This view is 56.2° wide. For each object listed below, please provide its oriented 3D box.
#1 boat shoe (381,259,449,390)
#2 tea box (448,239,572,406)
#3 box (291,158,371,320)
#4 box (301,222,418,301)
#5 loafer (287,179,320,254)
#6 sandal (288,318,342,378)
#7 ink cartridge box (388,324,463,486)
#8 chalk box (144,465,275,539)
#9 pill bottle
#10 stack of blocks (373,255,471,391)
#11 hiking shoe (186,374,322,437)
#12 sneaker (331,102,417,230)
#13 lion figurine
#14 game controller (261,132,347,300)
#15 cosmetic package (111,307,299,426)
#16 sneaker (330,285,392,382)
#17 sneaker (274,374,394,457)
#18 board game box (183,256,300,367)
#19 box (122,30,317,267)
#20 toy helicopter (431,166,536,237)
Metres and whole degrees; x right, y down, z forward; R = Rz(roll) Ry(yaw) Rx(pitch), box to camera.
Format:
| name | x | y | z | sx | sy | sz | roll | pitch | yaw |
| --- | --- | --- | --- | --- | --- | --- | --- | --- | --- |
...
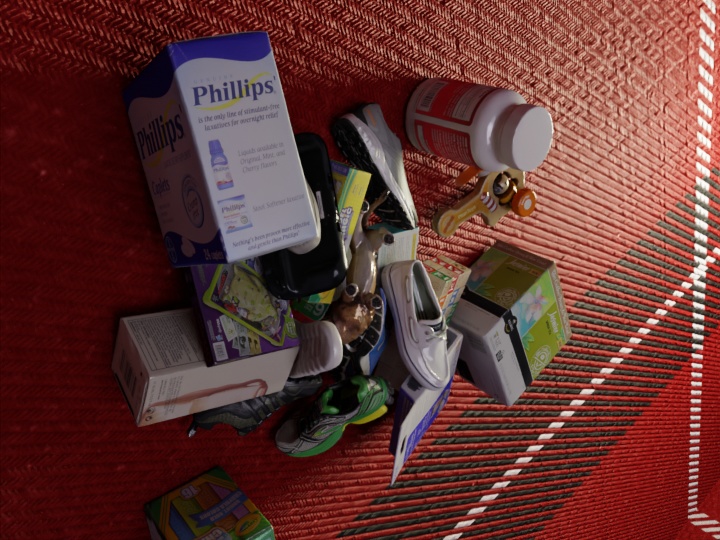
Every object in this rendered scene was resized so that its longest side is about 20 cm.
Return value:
| name | x | y | z | sx | sy | sz | roll | pitch | yaw |
| --- | --- | --- | --- | --- | --- | --- | --- | --- | --- |
| boat shoe | 0.090 | 0.081 | 0.975 | 0.073 | 0.066 | 0.202 | -29 | 98 | -38 |
| tea box | 0.258 | 0.092 | 1.211 | 0.197 | 0.133 | 0.201 | -44 | 132 | -19 |
| box | -0.068 | -0.046 | 0.872 | 0.048 | 0.117 | 0.202 | 4 | 106 | -48 |
| box | -0.003 | -0.015 | 0.991 | 0.198 | 0.049 | 0.083 | -15 | 119 | -36 |
| loafer | -0.104 | -0.113 | 0.771 | 0.069 | 0.202 | 0.070 | -28 | 166 | 3 |
| sandal | -0.066 | 0.100 | 0.881 | 0.049 | 0.202 | 0.084 | -5 | 92 | -28 |
| ink cartridge box | 0.092 | 0.219 | 1.088 | 0.200 | 0.043 | 0.199 | -49 | 155 | -37 |
| chalk box | -0.186 | 0.386 | 0.903 | 0.123 | 0.199 | 0.126 | -22 | 122 | -32 |
| pill bottle | 0.165 | -0.204 | 0.950 | 0.111 | 0.199 | 0.114 | -18 | 121 | -34 |
| stack of blocks | 0.100 | 0.084 | 1.089 | 0.115 | 0.058 | 0.202 | -18 | 131 | -61 |
| hiking shoe | -0.148 | 0.178 | 0.945 | 0.198 | 0.076 | 0.102 | 0 | 121 | -34 |
| sneaker | 0.039 | -0.142 | 0.947 | 0.079 | 0.074 | 0.201 | -45 | 124 | -28 |
| lion figurine | 0.000 | 0.000 | 0.905 | 0.072 | 0.122 | 0.202 | 18 | 77 | -6 |
| game controller | -0.077 | -0.068 | 0.816 | 0.042 | 0.103 | 0.203 | 57 | 22 | -77 |
| cosmetic package | -0.190 | 0.107 | 0.833 | 0.198 | 0.104 | 0.088 | -6 | 133 | -38 |
| sneaker | 0.004 | 0.091 | 1.019 | 0.089 | 0.078 | 0.201 | -53 | 162 | -45 |
| sneaker | -0.053 | 0.205 | 0.986 | 0.199 | 0.079 | 0.085 | -36 | 144 | 18 |
| board game box | -0.151 | 0.005 | 0.808 | 0.119 | 0.032 | 0.202 | -9 | 78 | -35 |
| box | -0.149 | -0.113 | 0.689 | 0.104 | 0.183 | 0.203 | -18 | 99 | -31 |
| toy helicopter | 0.194 | -0.124 | 1.101 | 0.199 | 0.079 | 0.133 | -33 | 127 | -21 |
